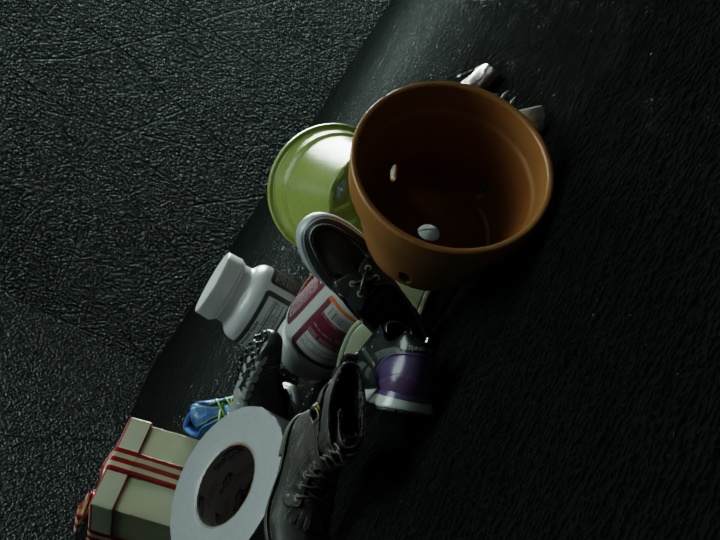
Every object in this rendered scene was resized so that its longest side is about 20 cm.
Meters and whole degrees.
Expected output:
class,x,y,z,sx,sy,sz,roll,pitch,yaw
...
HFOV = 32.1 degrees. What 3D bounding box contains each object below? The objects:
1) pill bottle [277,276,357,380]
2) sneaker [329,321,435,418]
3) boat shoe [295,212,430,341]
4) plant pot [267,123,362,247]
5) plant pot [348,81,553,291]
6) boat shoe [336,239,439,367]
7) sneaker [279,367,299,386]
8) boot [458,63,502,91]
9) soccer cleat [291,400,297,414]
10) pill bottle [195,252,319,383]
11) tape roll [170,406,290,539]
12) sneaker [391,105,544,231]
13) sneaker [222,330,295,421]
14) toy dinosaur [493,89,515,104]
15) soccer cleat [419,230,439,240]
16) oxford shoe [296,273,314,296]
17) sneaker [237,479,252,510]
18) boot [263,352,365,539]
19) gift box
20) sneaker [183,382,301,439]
class,x,y,z,sx,sy,sz,roll,pitch,yaw
pill bottle,-0.024,0.056,1.560,0.200,0.114,0.114,-46,18,51
sneaker,0.030,0.096,1.284,0.200,0.076,0.088,-177,98,-68
boat shoe,0.010,0.019,1.317,0.069,0.200,0.057,-42,19,-6
plant pot,-0.012,-0.106,1.792,0.200,0.200,0.184,-61,22,-2
plant pot,0.081,-0.069,1.264,0.140,0.200,0.200,104,-172,-60
boat shoe,0.040,0.054,1.413,0.199,0.074,0.066,-67,-19,12
sneaker,-0.156,0.204,1.897,0.200,0.066,0.091,-60,13,16
boot,0.122,-0.211,1.768,0.166,0.072,0.200,-49,9,-5
soccer cleat,-0.154,0.255,1.687,0.200,0.078,0.069,-63,12,-6
pill bottle,-0.119,0.063,1.738,0.116,0.200,0.116,-57,11,17
tape roll,-0.136,0.263,1.471,0.200,0.066,0.200,-31,43,34
sneaker,0.130,-0.107,1.418,0.200,0.116,0.074,-19,1,24
sneaker,-0.119,0.164,1.596,0.066,0.090,0.200,-110,36,-60
toy dinosaur,0.120,-0.135,1.518,0.200,0.102,0.077,115,142,-63
soccer cleat,0.047,-0.079,1.586,0.078,0.069,0.200,-45,32,-1
oxford shoe,0.000,0.000,1.682,0.200,0.071,0.074,-37,-6,8
sneaker,-0.126,0.291,1.561,0.200,0.078,0.112,-47,33,21
boot,-0.040,0.198,1.240,0.174,0.069,0.200,129,146,-61
gift box,-0.298,0.348,1.776,0.185,0.187,0.200,-71,-3,-52
sneaker,-0.175,0.208,1.773,0.200,0.105,0.076,-26,72,42
